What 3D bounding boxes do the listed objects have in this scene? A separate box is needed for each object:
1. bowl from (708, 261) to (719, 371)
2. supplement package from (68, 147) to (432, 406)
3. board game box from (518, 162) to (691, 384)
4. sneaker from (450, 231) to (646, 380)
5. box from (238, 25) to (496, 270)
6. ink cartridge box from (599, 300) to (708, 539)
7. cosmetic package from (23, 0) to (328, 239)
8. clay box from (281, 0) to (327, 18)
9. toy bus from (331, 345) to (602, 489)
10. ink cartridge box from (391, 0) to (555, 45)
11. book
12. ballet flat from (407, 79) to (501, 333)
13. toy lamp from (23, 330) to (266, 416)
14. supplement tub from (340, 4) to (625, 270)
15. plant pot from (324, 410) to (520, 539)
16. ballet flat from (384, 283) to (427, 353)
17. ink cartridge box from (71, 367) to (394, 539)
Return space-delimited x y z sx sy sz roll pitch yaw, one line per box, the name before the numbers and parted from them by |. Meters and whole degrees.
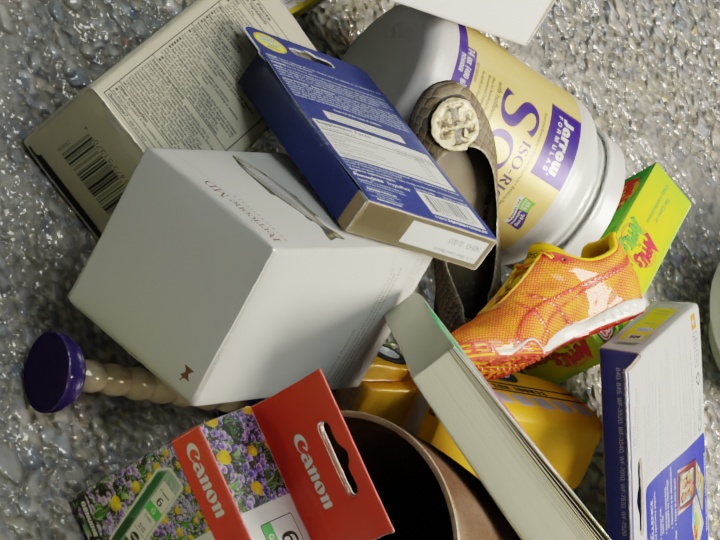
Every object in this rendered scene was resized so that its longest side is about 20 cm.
bowl | 0.355 0.053 1.905 0.200 0.090 0.202 22 54 -33
supplement package | -0.065 0.002 1.450 0.117 0.118 0.200 39 20 24
board game box | 0.174 0.008 1.747 0.048 0.101 0.200 48 43 -13
sneaker | 0.115 0.026 1.580 0.200 0.073 0.077 -22 86 -44
box | -0.003 -0.083 1.511 0.121 0.032 0.200 16 30 -42
ink cartridge box | 0.206 0.140 1.654 0.200 0.047 0.199 -26 115 -62
cosmetic package | -0.121 -0.112 1.542 0.104 0.087 0.200 53 43 -7
clay box | -0.043 -0.261 1.732 0.115 0.048 0.200 57 41 -2
toy bus | 0.070 0.105 1.594 0.199 0.065 0.078 11 19 -40
ink cartridge box | 0.044 -0.261 1.653 0.145 0.088 0.200 12 27 -39
book | 0.090 0.115 1.450 0.200 0.048 0.134 52 3 -17
ballet flat | 0.072 -0.032 1.590 0.067 0.046 0.201 -10 109 -16
toy lamp | -0.117 0.076 1.462 0.199 0.058 0.059 9 61 -41
supplement tub | 0.083 -0.092 1.684 0.200 0.145 0.146 30 49 -28
plant pot | 0.037 0.197 1.470 0.200 0.186 0.188 19 54 -53
ballet flat | 0.000 0.000 1.613 0.200 0.064 0.076 48 42 -13
ink cartridge box | -0.079 0.145 1.351 0.050 0.200 0.109 -18 80 -48
